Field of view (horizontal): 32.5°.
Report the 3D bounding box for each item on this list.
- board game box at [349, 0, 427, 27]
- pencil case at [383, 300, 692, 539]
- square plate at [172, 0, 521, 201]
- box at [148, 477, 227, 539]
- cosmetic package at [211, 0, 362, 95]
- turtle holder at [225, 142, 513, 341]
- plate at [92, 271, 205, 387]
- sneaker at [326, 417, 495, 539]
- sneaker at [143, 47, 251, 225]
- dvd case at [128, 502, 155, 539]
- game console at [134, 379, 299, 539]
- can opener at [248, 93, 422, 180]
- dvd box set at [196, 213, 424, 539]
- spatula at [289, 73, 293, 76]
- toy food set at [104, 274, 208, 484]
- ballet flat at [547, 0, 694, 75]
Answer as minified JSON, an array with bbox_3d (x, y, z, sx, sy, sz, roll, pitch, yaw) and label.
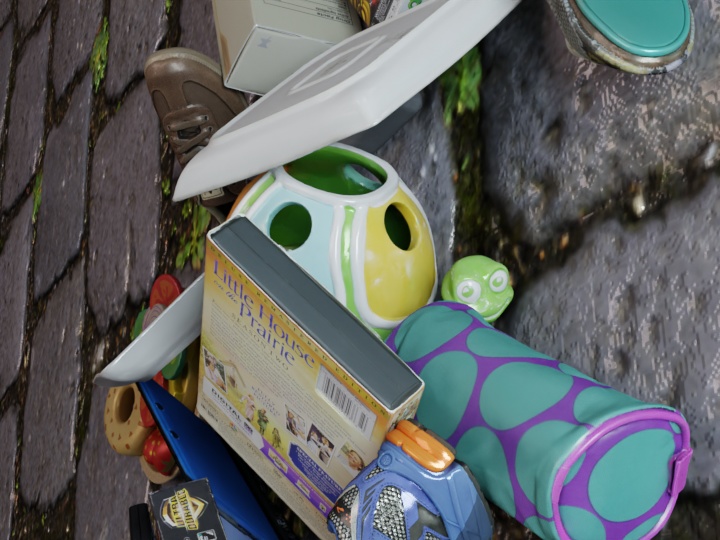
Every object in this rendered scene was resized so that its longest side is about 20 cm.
[{"bbox_3d":[0.048,-0.275,0.902,0.201,0.034,0.126,-65,31,26],"label":"board game box"},{"bbox_3d":[0.085,0.079,0.656,0.200,0.092,0.086,29,109,59],"label":"pencil case"},{"bbox_3d":[-0.008,-0.122,0.791,0.198,0.200,0.029,-15,112,47],"label":"square plate"},{"bbox_3d":[-0.088,0.277,0.819,0.199,0.049,0.201,-122,24,-52],"label":"box"},{"bbox_3d":[-0.068,-0.238,1.035,0.071,0.105,0.201,-52,37,43],"label":"cosmetic package"},{"bbox_3d":[-0.011,0.001,0.788,0.185,0.140,0.132,43,136,42],"label":"turtle holder"},{"bbox_3d":[-0.120,0.024,0.946,0.200,0.032,0.200,-44,5,-15],"label":"plate"},{"bbox_3d":[0.038,0.170,0.655,0.075,0.078,0.201,32,152,60],"label":"sneaker"},{"bbox_3d":[-0.119,-0.097,1.029,0.070,0.200,0.076,-14,51,14],"label":"sneaker"},{"bbox_3d":[-0.139,0.282,0.900,0.143,0.017,0.201,-164,62,-78],"label":"dvd case"},{"bbox_3d":[-0.132,0.201,0.996,0.200,0.118,0.171,45,121,57],"label":"game console"},{"bbox_3d":[-0.024,-0.100,0.956,0.200,0.066,0.053,-34,51,48],"label":"can opener"},{"bbox_3d":[-0.038,0.075,0.728,0.146,0.029,0.200,42,149,20],"label":"dvd box set"},{"bbox_3d":[-0.036,-0.049,0.935,0.056,0.020,0.201,-167,70,-67],"label":"spatula"},{"bbox_3d":[-0.195,0.108,1.218,0.200,0.048,0.199,35,112,60],"label":"toy food set"},{"bbox_3d":[0.132,-0.160,0.692,0.072,0.072,0.201,-55,37,38],"label":"ballet flat"}]
